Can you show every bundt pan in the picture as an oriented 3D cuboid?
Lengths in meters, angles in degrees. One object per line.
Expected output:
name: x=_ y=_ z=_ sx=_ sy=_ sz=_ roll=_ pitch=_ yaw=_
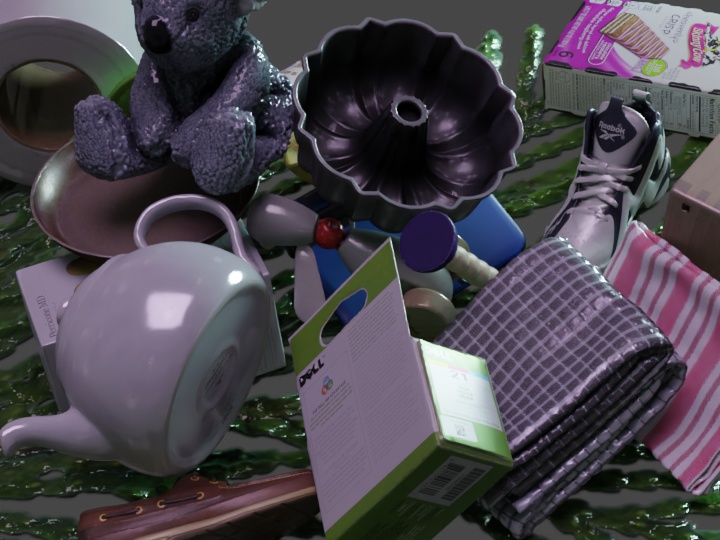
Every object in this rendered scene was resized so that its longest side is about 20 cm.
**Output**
bundt pan: x=0.033 y=-0.114 z=1.664 sx=0.201 sy=0.076 sz=0.203 roll=7 pitch=57 yaw=-11

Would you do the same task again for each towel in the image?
towel: x=0.135 y=0.085 z=1.554 sx=0.200 sy=0.086 sz=0.166 roll=-42 pitch=46 yaw=-1
towel: x=0.243 y=0.068 z=1.566 sx=0.030 sy=0.147 sz=0.200 roll=9 pitch=25 yaw=-41

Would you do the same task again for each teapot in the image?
teapot: x=-0.169 y=0.053 z=1.541 sx=0.146 sy=0.198 sz=0.200 roll=23 pitch=19 yaw=18

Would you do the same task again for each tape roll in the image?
tape roll: x=-0.301 y=-0.200 z=1.925 sx=0.202 sy=0.203 sz=0.140 roll=-7 pitch=41 yaw=2

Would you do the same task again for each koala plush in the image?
koala plush: x=-0.139 y=-0.191 z=1.645 sx=0.177 sy=0.201 sz=0.184 roll=7 pitch=27 yaw=28

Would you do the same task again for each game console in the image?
game console: x=0.018 y=-0.027 z=1.808 sx=0.199 sy=0.119 sz=0.170 roll=-30 pitch=13 yaw=-24

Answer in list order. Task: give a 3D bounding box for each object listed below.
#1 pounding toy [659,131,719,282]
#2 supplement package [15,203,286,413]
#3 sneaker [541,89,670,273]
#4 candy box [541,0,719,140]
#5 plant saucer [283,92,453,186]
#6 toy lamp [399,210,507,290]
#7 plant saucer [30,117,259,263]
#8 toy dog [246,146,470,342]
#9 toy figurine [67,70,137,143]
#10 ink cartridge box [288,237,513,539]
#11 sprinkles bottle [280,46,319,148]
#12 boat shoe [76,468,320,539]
pounding toy: x=0.324 y=-0.048 z=1.672 sx=0.142 sy=0.185 sz=0.200 roll=28 pitch=52 yaw=22
supplement package: x=-0.180 y=0.042 z=1.689 sx=0.199 sy=0.110 sz=0.114 roll=-18 pitch=41 yaw=-12
sneaker: x=0.217 y=-0.086 z=1.754 sx=0.079 sy=0.130 sz=0.199 roll=23 pitch=49 yaw=33
candy box: x=0.294 y=-0.202 z=1.930 sx=0.199 sy=0.061 sz=0.137 roll=13 pitch=44 yaw=23
plant saucer: x=0.025 y=-0.131 z=1.837 sx=0.199 sy=0.049 sz=0.200 roll=-24 pitch=12 yaw=0
toy lamp: x=0.104 y=0.004 z=1.630 sx=0.058 sy=0.200 sz=0.059 roll=-11 pitch=68 yaw=27
plant saucer: x=-0.185 y=-0.065 z=1.702 sx=0.199 sy=0.032 sz=0.201 roll=-3 pitch=40 yaw=2
toy dog: x=0.000 y=0.000 z=1.685 sx=0.200 sy=0.097 sz=0.132 roll=38 pitch=52 yaw=14
toy figurine: x=-0.188 y=-0.068 z=1.825 sx=0.199 sy=0.150 sz=0.185 roll=-22 pitch=47 yaw=18
ink cartridge box: x=0.026 y=0.099 z=1.517 sx=0.076 sy=0.148 sz=0.201 roll=18 pitch=43 yaw=-33
sprinkles bottle: x=-0.053 y=-0.163 z=1.846 sx=0.068 sy=0.069 sz=0.200 roll=16 pitch=33 yaw=26
boat shoe: x=-0.125 y=0.188 z=1.527 sx=0.199 sy=0.072 sz=0.068 roll=-17 pitch=62 yaw=-7
